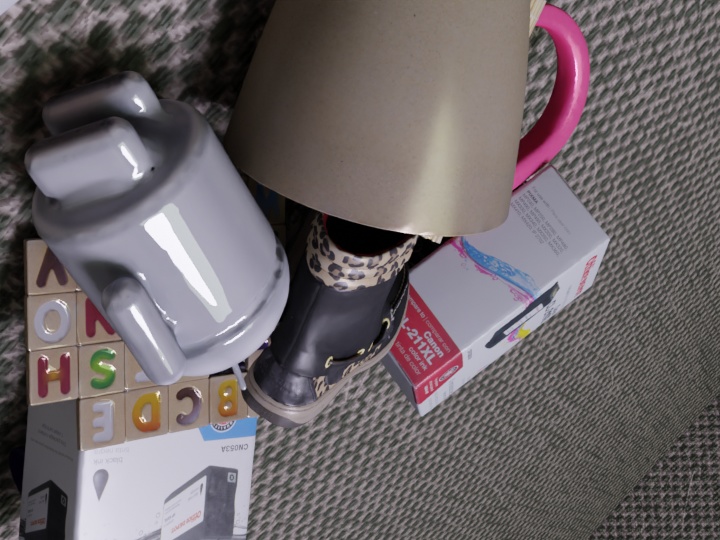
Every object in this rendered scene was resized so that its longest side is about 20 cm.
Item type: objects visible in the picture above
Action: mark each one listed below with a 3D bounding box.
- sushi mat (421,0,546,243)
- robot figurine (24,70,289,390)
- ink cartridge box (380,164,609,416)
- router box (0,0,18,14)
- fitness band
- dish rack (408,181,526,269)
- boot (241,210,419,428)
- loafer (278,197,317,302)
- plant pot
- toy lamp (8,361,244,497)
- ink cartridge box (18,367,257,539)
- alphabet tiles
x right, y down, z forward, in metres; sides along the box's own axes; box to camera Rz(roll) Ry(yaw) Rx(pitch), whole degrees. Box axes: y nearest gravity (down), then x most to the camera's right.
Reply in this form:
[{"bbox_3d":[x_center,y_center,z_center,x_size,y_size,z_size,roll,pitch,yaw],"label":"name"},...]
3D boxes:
[{"bbox_3d":[0.067,-0.123,0.843,0.095,0.012,0.202,16,101,-40],"label":"sushi mat"},{"bbox_3d":[-0.112,-0.018,0.676,0.111,0.171,0.201,-12,132,20],"label":"robot figurine"},{"bbox_3d":[0.104,0.021,0.973,0.199,0.083,0.146,-36,164,-5],"label":"ink cartridge box"},{"bbox_3d":[-0.203,-0.165,0.446,0.179,0.049,0.201,-42,153,-10],"label":"router box"},{"bbox_3d":[0.096,-0.125,0.893,0.199,0.037,0.145,-34,125,-18],"label":"fitness band"},{"bbox_3d":[0.074,-0.081,0.968,0.153,0.054,0.201,-40,152,-16],"label":"dish rack"},{"bbox_3d":[0.000,0.000,0.784,0.200,0.073,0.152,-42,161,-50],"label":"boot"},{"bbox_3d":[-0.053,-0.025,0.849,0.202,0.062,0.072,-63,180,13],"label":"loafer"},{"bbox_3d":[0.029,-0.152,0.693,0.186,0.186,0.203,-12,124,-49],"label":"plant pot"},{"bbox_3d":[-0.166,0.120,0.887,0.199,0.058,0.059,-26,148,-37],"label":"toy lamp"},{"bbox_3d":[-0.156,0.167,0.811,0.144,0.083,0.203,2,96,-44],"label":"ink cartridge box"},{"bbox_3d":[-0.127,0.024,0.757,0.198,0.007,0.170,-6,99,-43],"label":"alphabet tiles"}]
